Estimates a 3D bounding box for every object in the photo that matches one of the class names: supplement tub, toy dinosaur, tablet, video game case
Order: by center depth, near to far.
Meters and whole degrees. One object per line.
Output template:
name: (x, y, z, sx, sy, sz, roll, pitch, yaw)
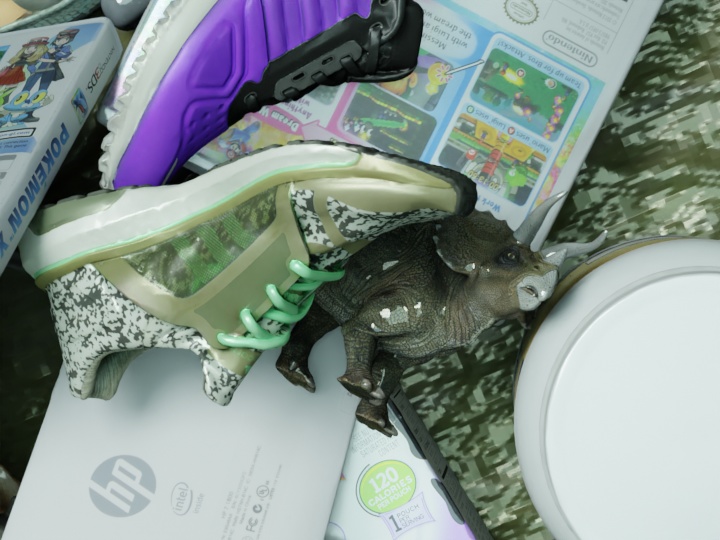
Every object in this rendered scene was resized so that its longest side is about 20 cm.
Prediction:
video game case: (-0.213, -0.034, 0.824, 0.198, 0.183, 0.022, -7, 126, 20)
tablet: (-0.077, 0.095, 0.831, 0.129, 0.014, 0.201, 11, 59, 7)
toy dinosaur: (0.000, 0.000, 0.835, 0.199, 0.077, 0.103, 24, 74, 32)
supplement tub: (0.134, 0.059, 0.840, 0.143, 0.200, 0.146, 0, 91, 4)
video game case: (0.013, -0.102, 0.874, 0.199, 0.024, 0.183, 27, 92, -6)

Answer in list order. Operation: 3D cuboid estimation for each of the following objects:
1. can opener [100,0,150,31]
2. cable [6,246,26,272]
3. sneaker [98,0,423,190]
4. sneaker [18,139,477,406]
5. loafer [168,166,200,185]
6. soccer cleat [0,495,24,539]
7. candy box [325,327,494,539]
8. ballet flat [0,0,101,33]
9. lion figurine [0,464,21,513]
can opener: (-0.027, -0.162, 0.912, 0.199, 0.067, 0.054, -35, 89, -2)
cable: (-0.187, -0.030, 0.881, 0.198, 0.097, 0.051, 9, 103, 29)
sneaker: (-0.025, -0.098, 0.824, 0.099, 0.070, 0.201, 33, 92, -8)
sneaker: (-0.041, 0.006, 0.779, 0.199, 0.077, 0.090, -13, 81, 29)
loafer: (-0.040, -0.046, 0.913, 0.071, 0.073, 0.201, 37, 94, 4)
soccer cleat: (-0.076, 0.156, 0.861, 0.198, 0.070, 0.087, 12, 109, 7)
candy box: (-0.025, 0.144, 0.919, 0.167, 0.072, 0.201, -32, 89, 6)
ballet flat: (-0.181, -0.130, 0.923, 0.199, 0.071, 0.070, -24, 90, 4)
lion figurine: (-0.246, 0.143, 0.941, 0.200, 0.072, 0.123, -44, 87, 11)
